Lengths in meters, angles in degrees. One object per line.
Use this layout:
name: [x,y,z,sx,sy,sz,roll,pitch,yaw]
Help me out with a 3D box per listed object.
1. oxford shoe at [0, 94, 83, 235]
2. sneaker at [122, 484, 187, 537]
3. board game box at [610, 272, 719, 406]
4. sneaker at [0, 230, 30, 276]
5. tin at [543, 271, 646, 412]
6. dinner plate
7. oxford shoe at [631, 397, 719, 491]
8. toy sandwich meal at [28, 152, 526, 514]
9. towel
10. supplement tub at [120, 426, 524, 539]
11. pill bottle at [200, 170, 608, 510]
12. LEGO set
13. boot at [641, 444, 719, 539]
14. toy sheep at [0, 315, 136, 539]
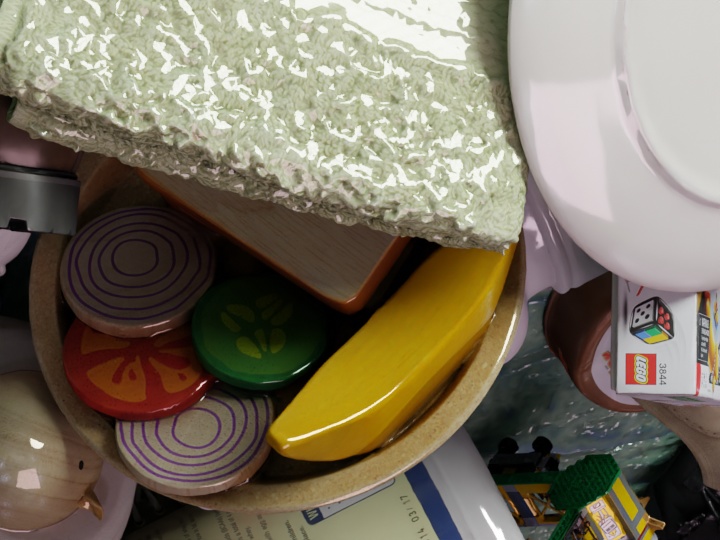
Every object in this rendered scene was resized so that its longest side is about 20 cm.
oxford shoe: [-0.188,-0.066,0.878,0.198,0.073,0.085,8,92,-8]
sneaker: [-0.099,0.105,1.143,0.200,0.067,0.090,-35,148,13]
board game box: [0.131,-0.011,1.059,0.034,0.127,0.200,0,176,13]
sneaker: [-0.172,-0.004,0.975,0.200,0.077,0.080,-44,150,21]
tin: [0.179,-0.006,1.227,0.199,0.042,0.112,-33,139,5]
dinner plate: [0.133,-0.090,0.932,0.199,0.024,0.202,-10,106,-38]
oxford shoe: [0.201,0.083,1.239,0.075,0.071,0.200,-28,121,33]
toy sandwich meal: [-0.029,-0.012,0.950,0.204,0.206,0.070,-26,154,-4]
towel: [-0.022,-0.093,0.882,0.199,0.149,0.036,18,166,-21]
supplement tub: [-0.026,0.154,1.081,0.199,0.145,0.145,-26,143,-4]
pill bottle: [0.000,0.000,1.047,0.199,0.120,0.120,-26,143,-4]
LEGO set: [0.069,0.186,1.232,0.153,0.200,0.116,-12,124,36]
boot: [0.227,0.136,1.330,0.200,0.165,0.066,-48,176,22]
toy sheep: [-0.156,0.083,1.033,0.137,0.139,0.200,-7,174,-27]
